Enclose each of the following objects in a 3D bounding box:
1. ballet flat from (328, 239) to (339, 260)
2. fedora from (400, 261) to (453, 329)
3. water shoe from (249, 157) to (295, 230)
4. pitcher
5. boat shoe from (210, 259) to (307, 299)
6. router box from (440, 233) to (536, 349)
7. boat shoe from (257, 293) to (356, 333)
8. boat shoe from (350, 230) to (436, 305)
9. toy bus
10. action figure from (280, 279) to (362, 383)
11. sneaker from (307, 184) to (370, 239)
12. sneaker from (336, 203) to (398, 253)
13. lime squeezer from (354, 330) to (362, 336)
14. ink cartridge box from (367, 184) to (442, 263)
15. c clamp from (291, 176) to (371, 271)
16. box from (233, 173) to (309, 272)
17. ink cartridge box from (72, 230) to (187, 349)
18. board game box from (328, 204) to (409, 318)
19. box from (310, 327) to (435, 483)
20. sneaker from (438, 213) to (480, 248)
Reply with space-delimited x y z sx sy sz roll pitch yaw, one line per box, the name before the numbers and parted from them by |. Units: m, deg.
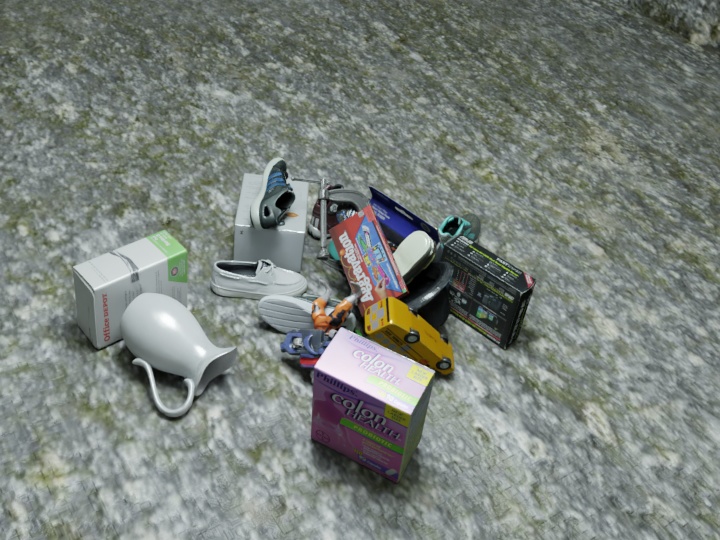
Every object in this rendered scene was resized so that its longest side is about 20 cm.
ballet flat | 0.000 0.000 1.762 0.063 0.068 0.201 16 29 -46
fedora | 0.123 0.067 1.648 0.198 0.093 0.201 -32 14 9
water shoe | -0.167 -0.156 1.725 0.077 0.072 0.203 0 47 15
pitcher | -0.343 0.146 1.476 0.198 0.122 0.172 34 59 11
boat shoe | -0.205 0.011 1.694 0.195 0.070 0.073 6 39 -4
router box | 0.247 0.041 1.693 0.198 0.152 0.062 34 44 27
boat shoe | -0.106 0.082 1.642 0.196 0.073 0.071 13 28 -13
boat shoe | 0.068 0.005 1.653 0.073 0.201 0.060 57 14 28
toy bus | 0.097 0.130 1.556 0.199 0.077 0.066 41 32 -37
action figure | -0.041 0.120 1.533 0.197 0.104 0.198 8 76 40
sneaker | -0.030 -0.151 1.891 0.198 0.117 0.075 -26 50 -36
sneaker | 0.016 -0.063 1.783 0.075 0.078 0.201 -41 99 -12
lime squeezer | 0.007 0.179 1.563 0.069 0.038 0.202 12 40 3
ink cartridge box | 0.096 -0.071 1.768 0.198 0.201 0.041 36 76 29
c clamp | -0.054 -0.094 1.717 0.167 0.027 0.205 -2 78 -18
box | -0.192 -0.106 1.807 0.148 0.108 0.202 6 39 -5
ink cartridge box | -0.426 0.034 1.555 0.198 0.148 0.084 -26 50 -37
board game box | 0.014 -0.018 1.635 0.102 0.019 0.203 -30 64 15
box | 0.016 0.224 1.373 0.173 0.203 0.097 24 47 16
sneaker | 0.222 -0.090 1.893 0.077 0.093 0.200 28 42 20
